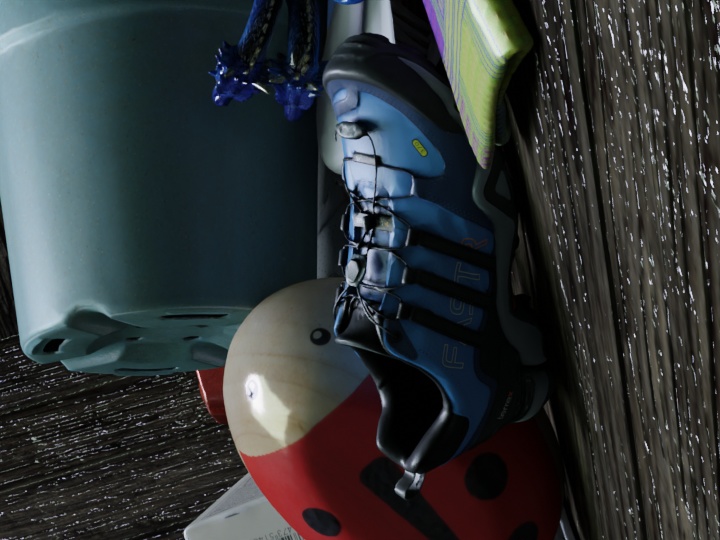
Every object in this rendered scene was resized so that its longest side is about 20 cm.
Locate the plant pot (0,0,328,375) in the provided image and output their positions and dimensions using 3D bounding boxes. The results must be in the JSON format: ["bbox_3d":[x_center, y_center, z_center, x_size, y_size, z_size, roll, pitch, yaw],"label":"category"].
[{"bbox_3d":[-0.103,-0.057,1.183,0.200,0.199,0.197,84,-178,-76],"label":"plant pot"}]

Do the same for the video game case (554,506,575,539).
[{"bbox_3d":[0.110,0.189,1.267,0.200,0.022,0.183,79,174,-65],"label":"video game case"}]

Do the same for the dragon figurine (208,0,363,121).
[{"bbox_3d":[-0.017,-0.157,1.053,0.100,0.059,0.200,-95,25,-42],"label":"dragon figurine"}]

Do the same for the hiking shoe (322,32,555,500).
[{"bbox_3d":[0.023,-0.003,1.005,0.074,0.087,0.201,7,126,48],"label":"hiking shoe"}]

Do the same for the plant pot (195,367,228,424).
[{"bbox_3d":[-0.037,0.013,1.595,0.200,0.175,0.201,99,154,-83],"label":"plant pot"}]

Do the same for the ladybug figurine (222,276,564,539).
[{"bbox_3d":[0.020,0.091,1.113,0.200,0.136,0.072,41,-163,-20],"label":"ladybug figurine"}]

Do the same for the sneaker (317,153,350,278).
[{"bbox_3d":[0.000,0.000,1.257,0.092,0.075,0.201,4,88,61],"label":"sneaker"}]

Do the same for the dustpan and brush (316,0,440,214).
[{"bbox_3d":[0.008,-0.072,1.137,0.200,0.057,0.140,116,157,-47],"label":"dustpan and brush"}]

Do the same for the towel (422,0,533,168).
[{"bbox_3d":[0.027,-0.152,0.914,0.144,0.023,0.201,86,166,-75],"label":"towel"}]

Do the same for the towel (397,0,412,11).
[{"bbox_3d":[0.048,-0.031,1.232,0.200,0.023,0.144,75,176,-48],"label":"towel"}]

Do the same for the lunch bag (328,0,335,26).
[{"bbox_3d":[-0.079,-0.207,1.381,0.200,0.150,0.094,-110,5,-51],"label":"lunch bag"}]

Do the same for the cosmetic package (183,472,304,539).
[{"bbox_3d":[-0.018,0.139,1.332,0.073,0.103,0.200,68,-165,-2],"label":"cosmetic package"}]
